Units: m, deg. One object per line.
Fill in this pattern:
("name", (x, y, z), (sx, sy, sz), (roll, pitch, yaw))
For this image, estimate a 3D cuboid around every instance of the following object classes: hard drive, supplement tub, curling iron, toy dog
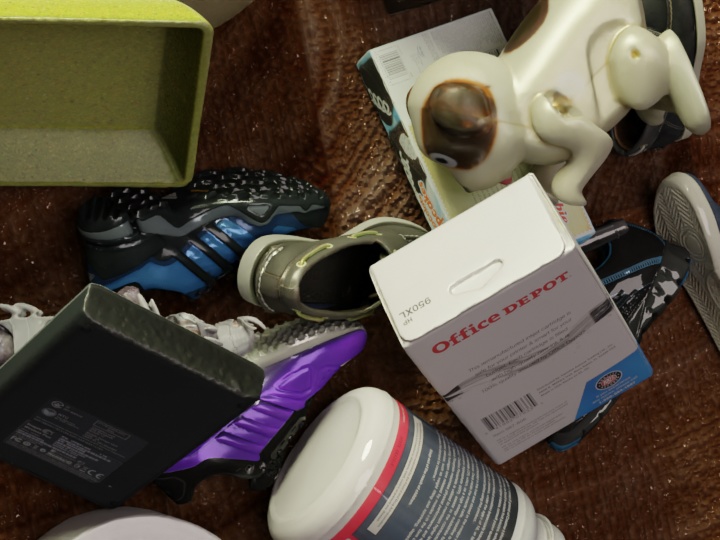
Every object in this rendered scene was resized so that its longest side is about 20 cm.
("hard drive", (-0.176, 0.092, 1.388), (0.139, 0.200, 0.033), (28, 49, -23))
("supplement tub", (0.043, 0.194, 1.520), (0.200, 0.140, 0.141), (36, 76, -18))
("curling iron", (0.126, 0.002, 1.599), (0.199, 0.050, 0.026), (-20, 94, -16))
("toy dog", (0.133, -0.135, 1.499), (0.199, 0.140, 0.195), (-26, 112, -8))

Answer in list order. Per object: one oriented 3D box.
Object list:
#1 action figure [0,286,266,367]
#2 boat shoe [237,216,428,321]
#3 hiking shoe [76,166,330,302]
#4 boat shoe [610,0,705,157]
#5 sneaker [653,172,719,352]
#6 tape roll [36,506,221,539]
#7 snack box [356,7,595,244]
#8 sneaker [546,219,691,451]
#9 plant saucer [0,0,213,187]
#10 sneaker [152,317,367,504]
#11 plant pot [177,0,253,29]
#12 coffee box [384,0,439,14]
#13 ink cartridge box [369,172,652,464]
("action figure", (-0.165, 0.050, 1.423), (0.199, 0.130, 0.070), (-6, 69, 6))
("boat shoe", (0.000, 0.003, 1.518), (0.201, 0.060, 0.073), (-6, 109, -44))
("hiking shoe", (-0.117, -0.023, 1.504), (0.199, 0.074, 0.087), (-9, 115, -23))
("boat shoe", (0.232, -0.178, 1.606), (0.067, 0.072, 0.201), (-19, 133, -17))
("sneaker", (0.316, -0.006, 1.682), (0.084, 0.075, 0.201), (-36, 111, -22))
("tape roll", (-0.169, 0.274, 1.465), (0.201, 0.071, 0.204), (0, 89, -23))
("snack box", (0.091, -0.095, 1.575), (0.116, 0.037, 0.201), (-21, 81, -22))
("sneaker", (0.190, 0.052, 1.634), (0.082, 0.073, 0.201), (30, 72, -1))
("plant saucer", (-0.209, -0.131, 1.389), (0.198, 0.200, 0.048), (0, 60, -10))
("sneaker", (-0.076, 0.109, 1.514), (0.199, 0.070, 0.100), (-27, 104, -16))
("plant pot", (-0.160, -0.231, 1.432), (0.200, 0.201, 0.135), (28, 111, -20))
("coffee box", (0.117, -0.271, 1.575), (0.199, 0.114, 0.080), (-21, 97, -23))
("ink cartridge box", (0.115, 0.039, 1.507), (0.144, 0.084, 0.200), (-31, 141, 6))
